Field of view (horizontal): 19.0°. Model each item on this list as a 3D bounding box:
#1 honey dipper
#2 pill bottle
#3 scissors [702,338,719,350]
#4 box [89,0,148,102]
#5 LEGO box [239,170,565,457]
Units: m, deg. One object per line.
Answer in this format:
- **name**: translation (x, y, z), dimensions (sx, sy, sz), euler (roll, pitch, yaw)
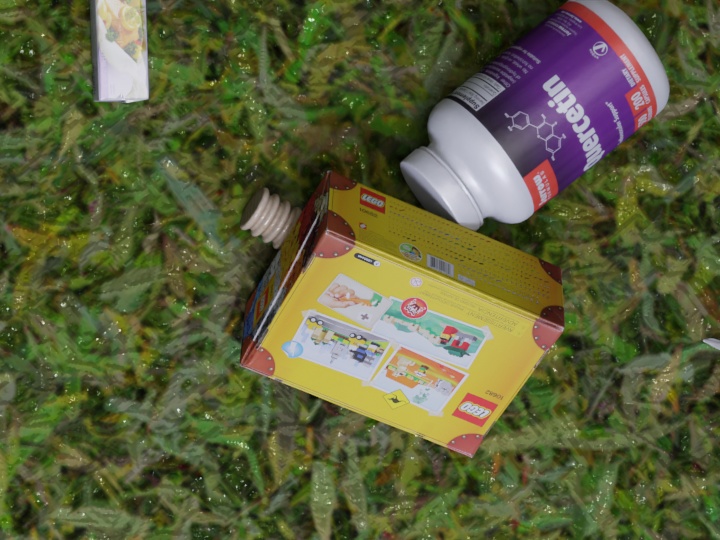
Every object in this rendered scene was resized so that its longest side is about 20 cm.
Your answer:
- **honey dipper**: translation (0.000, 0.000, 1.656), dimensions (0.200, 0.038, 0.038), euler (30, 86, -16)
- **pill bottle**: translation (0.131, -0.113, 1.643), dimensions (0.200, 0.112, 0.113), euler (-39, 102, -9)
- **scissors**: translation (0.371, 0.098, 1.768), dimensions (0.200, 0.014, 0.073), euler (6, 94, -16)
- **box**: translation (-0.181, -0.224, 1.593), dimensions (0.039, 0.041, 0.200), euler (-3, 93, -15)
- **LEGO box**: translation (0.032, 0.035, 1.609), dimensions (0.200, 0.077, 0.149), euler (23, 126, -15)
